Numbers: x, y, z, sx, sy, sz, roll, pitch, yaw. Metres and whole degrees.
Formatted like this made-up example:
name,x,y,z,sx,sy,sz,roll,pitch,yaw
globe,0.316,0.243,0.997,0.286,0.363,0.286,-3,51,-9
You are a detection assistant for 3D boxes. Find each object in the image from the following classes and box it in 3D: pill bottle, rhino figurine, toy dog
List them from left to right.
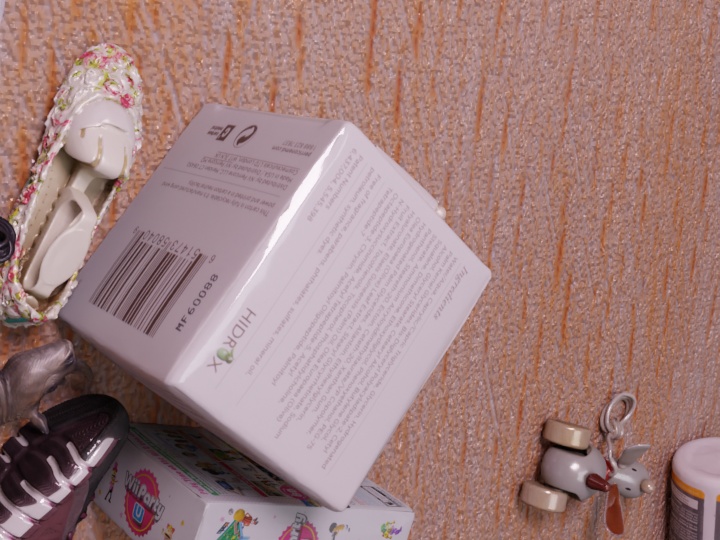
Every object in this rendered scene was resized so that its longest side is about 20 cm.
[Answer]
name,x,y,z,sx,sy,sz,roll,pitch,yaw
rhino figurine,-0.262,0.074,0.694,0.198,0.060,0.088,-1,123,-41
toy dog,0.263,0.218,1.163,0.198,0.096,0.134,-10,109,-38
pill bottle,0.435,0.316,1.328,0.115,0.116,0.203,-19,115,-35

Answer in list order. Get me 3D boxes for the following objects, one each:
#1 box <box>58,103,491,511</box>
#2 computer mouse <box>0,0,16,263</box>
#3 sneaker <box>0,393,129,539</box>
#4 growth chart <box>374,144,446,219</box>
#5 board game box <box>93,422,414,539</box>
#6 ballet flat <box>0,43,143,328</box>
name,x,y,z,sx,sy,sz,roll,pitch,yaw
box,-0.061,0.017,0.753,0.171,0.198,0.201,44,74,-34
computer mouse,-0.252,-0.110,0.656,0.108,0.044,0.203,8,97,-15
sneaker,-0.221,0.185,0.764,0.200,0.075,0.116,-43,132,-10
growth chart,0.000,0.000,0.929,0.144,0.018,0.202,26,84,-41
board game box,-0.080,0.175,0.824,0.198,0.147,0.065,14,96,-41
ballet flat,-0.185,-0.052,0.723,0.075,0.064,0.202,23,86,-41
